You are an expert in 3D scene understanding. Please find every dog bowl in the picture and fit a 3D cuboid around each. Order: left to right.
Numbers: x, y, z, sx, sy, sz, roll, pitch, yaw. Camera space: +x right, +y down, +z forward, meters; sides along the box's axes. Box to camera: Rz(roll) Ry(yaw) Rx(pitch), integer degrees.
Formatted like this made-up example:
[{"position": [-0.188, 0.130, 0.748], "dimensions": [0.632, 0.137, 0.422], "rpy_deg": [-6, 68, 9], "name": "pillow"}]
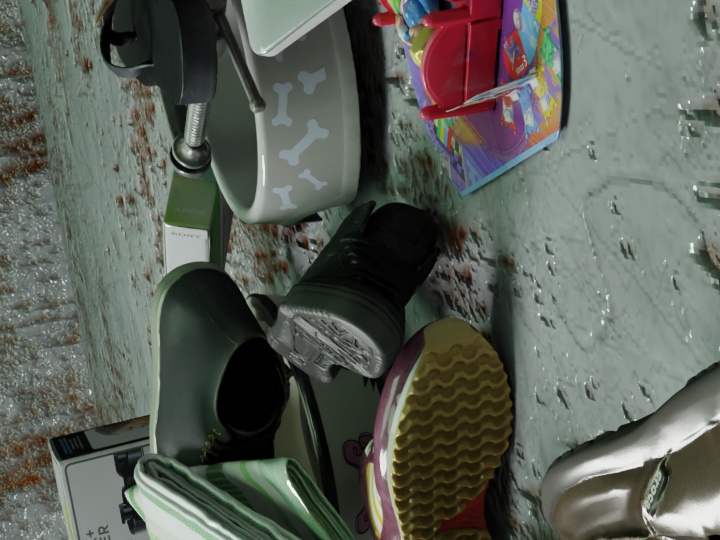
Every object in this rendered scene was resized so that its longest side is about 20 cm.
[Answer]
[{"position": [-0.059, -0.120, 0.967], "dimensions": [0.200, 0.058, 0.202], "rpy_deg": [167, 90, -74], "name": "dog bowl"}, {"position": [-0.016, 0.107, 1.020], "dimensions": [0.200, 0.073, 0.202], "rpy_deg": [169, 90, -75], "name": "dog bowl"}]

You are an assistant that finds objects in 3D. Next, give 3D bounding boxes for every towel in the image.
[{"position": [-0.062, 0.204, 0.961], "dimensions": [0.148, 0.031, 0.201], "rpy_deg": [28, 145, 31], "name": "towel"}, {"position": [-0.054, 0.178, 0.961], "dimensions": [0.153, 0.023, 0.199], "rpy_deg": [55, 148, -14], "name": "towel"}]

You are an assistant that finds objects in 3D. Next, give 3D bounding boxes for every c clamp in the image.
[{"position": [-0.104, -0.125, 0.963], "dimensions": [0.200, 0.027, 0.172], "rpy_deg": [117, 138, -65], "name": "c clamp"}]

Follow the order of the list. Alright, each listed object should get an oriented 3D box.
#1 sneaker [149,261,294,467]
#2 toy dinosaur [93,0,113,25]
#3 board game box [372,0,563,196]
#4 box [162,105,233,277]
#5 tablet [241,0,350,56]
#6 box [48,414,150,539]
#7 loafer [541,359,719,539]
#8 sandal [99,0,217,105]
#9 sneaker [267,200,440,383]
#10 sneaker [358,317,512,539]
[{"position": [-0.083, 0.105, 0.984], "dimensions": [0.106, 0.074, 0.202], "rpy_deg": [-136, 34, -55], "name": "sneaker"}, {"position": [-0.048, -0.200, 0.797], "dimensions": [0.199, 0.106, 0.061], "rpy_deg": [-25, 95, 33], "name": "toy dinosaur"}, {"position": [0.032, -0.119, 0.737], "dimensions": [0.200, 0.039, 0.160], "rpy_deg": [151, 107, -73], "name": "board game box"}, {"position": [-0.111, -0.065, 1.156], "dimensions": [0.145, 0.036, 0.202], "rpy_deg": [96, 178, -53], "name": "box"}, {"position": [-0.020, -0.209, 0.734], "dimensions": [0.130, 0.014, 0.202], "rpy_deg": [-31, 59, 29], "name": "tablet"}, {"position": [-0.130, 0.168, 1.233], "dimensions": [0.060, 0.198, 0.118], "rpy_deg": [-148, 49, -69], "name": "box"}, {"position": [0.116, 0.080, 0.529], "dimensions": [0.200, 0.072, 0.072], "rpy_deg": [118, 139, -67], "name": "loafer"}, {"position": [-0.123, -0.139, 0.912], "dimensions": [0.200, 0.042, 0.077], "rpy_deg": [-147, 53, -69], "name": "sandal"}, {"position": [0.002, 0.002, 0.834], "dimensions": [0.060, 0.105, 0.200], "rpy_deg": [38, 166, -5], "name": "sneaker"}, {"position": [0.029, 0.098, 0.848], "dimensions": [0.090, 0.074, 0.202], "rpy_deg": [-130, 32, -49], "name": "sneaker"}]
